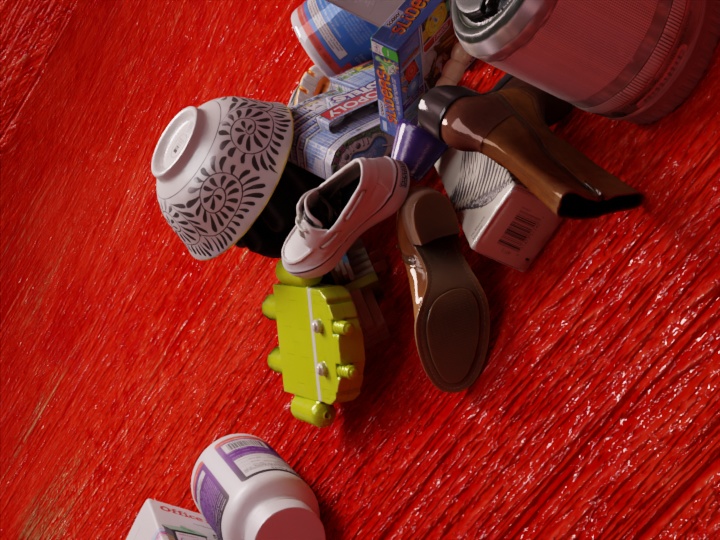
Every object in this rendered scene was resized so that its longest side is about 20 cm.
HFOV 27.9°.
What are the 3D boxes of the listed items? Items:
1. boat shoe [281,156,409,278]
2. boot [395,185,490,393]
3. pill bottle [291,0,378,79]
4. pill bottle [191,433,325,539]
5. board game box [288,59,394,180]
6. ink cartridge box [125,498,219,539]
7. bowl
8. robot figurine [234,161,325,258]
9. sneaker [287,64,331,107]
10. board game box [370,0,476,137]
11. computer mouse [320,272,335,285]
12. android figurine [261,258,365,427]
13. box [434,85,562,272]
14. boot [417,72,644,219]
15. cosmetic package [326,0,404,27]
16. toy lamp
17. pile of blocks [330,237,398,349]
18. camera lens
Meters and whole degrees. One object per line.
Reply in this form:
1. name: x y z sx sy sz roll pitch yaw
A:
1. boat shoe: -0.032 -0.054 1.454 0.199 0.065 0.073 -32 56 47
2. boot: 0.071 0.016 1.448 0.155 0.076 0.202 -169 64 -84
3. pill bottle: 0.026 -0.316 1.705 0.199 0.112 0.113 -35 37 17
4. pill bottle: -0.109 0.262 1.590 0.112 0.111 0.200 -67 25 4
5. board game box: 0.023 -0.169 1.601 0.199 0.199 0.062 28 138 54
6. ink cartridge box: -0.174 0.351 1.615 0.085 0.144 0.200 -64 25 10
7. bowl: -0.171 -0.121 1.614 0.200 0.094 0.202 -38 36 35
8. robot figurine: -0.082 -0.089 1.714 0.149 0.200 0.126 4 109 27
9. sneaker: -0.078 -0.176 1.913 0.202 0.078 0.077 -64 12 5
10. board game box: 0.086 -0.246 1.482 0.200 0.034 0.136 -50 -27 -26
11. computer mouse: -0.041 0.060 1.683 0.200 0.045 0.142 -163 67 -78
12. android figurine: -0.051 0.077 1.567 0.199 0.041 0.184 10 107 62
13. box: 0.130 -0.093 1.423 0.083 0.068 0.201 -57 28 23
14. boot: 0.179 -0.116 1.301 0.200 0.187 0.069 37 118 39
15. cosmetic package: 0.052 -0.312 1.595 0.108 0.199 0.090 -60 28 13
16. toy lamp: 0.088 -0.185 1.438 0.202 0.058 0.058 -62 26 4
17. pile of blocks: 0.000 0.000 1.608 0.062 0.083 0.201 -23 37 0
18. camera lens: 0.190 -0.230 1.249 0.160 0.198 0.161 -44 34 42
